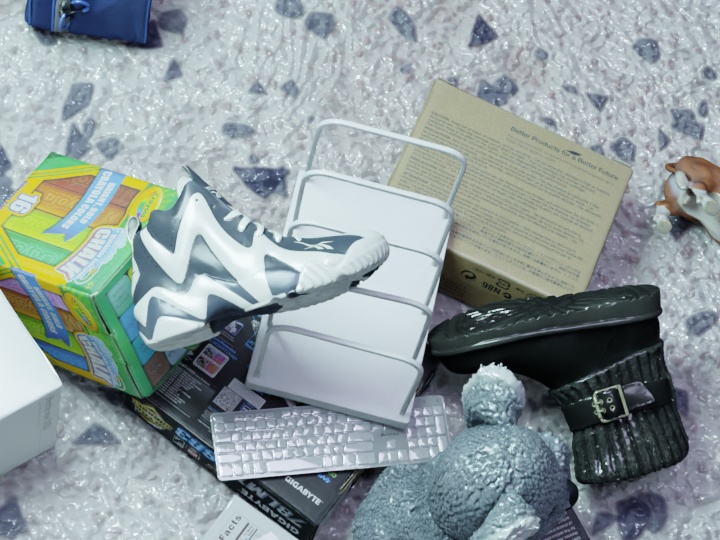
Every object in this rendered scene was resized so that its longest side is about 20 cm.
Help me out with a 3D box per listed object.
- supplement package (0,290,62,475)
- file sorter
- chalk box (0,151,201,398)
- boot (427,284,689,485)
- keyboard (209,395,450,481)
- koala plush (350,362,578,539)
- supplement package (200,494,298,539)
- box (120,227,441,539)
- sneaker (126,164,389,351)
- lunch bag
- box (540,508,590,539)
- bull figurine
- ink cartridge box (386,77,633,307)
[{"bbox_3d":[-0.348,0.114,1.575,0.199,0.122,0.120,-29,70,-24],"label":"supplement package"},{"bbox_3d":[0.000,0.000,1.637,0.138,0.125,0.201,14,65,-2],"label":"file sorter"},{"bbox_3d":[-0.195,0.008,1.618,0.199,0.124,0.125,16,53,34],"label":"chalk box"},{"bbox_3d":[0.168,0.105,1.698,0.209,0.079,0.159,-8,101,1],"label":"boot"},{"bbox_3d":[-0.023,0.136,1.645,0.198,0.011,0.057,-4,64,-16],"label":"keyboard"},{"bbox_3d":[0.094,0.182,1.550,0.182,0.200,0.179,6,61,-7],"label":"koala plush"},{"bbox_3d":[-0.055,0.287,1.550,0.199,0.110,0.114,35,60,8],"label":"supplement package"},{"bbox_3d":[-0.064,0.092,1.691,0.199,0.050,0.199,35,58,6],"label":"box"},{"bbox_3d":[-0.086,-0.029,1.527,0.198,0.079,0.131,-19,80,6],"label":"sneaker"},{"bbox_3d":[-0.245,-0.302,1.818,0.131,0.136,0.202,9,61,-7],"label":"lunch bag"},{"bbox_3d":[0.134,0.268,1.647,0.142,0.036,0.201,-20,66,-20],"label":"box"},{"bbox_3d":[0.360,-0.039,1.837,0.199,0.066,0.121,26,26,11],"label":"bull figurine"},{"bbox_3d":[0.121,-0.053,1.796,0.199,0.075,0.166,25,59,3],"label":"ink cartridge box"}]
